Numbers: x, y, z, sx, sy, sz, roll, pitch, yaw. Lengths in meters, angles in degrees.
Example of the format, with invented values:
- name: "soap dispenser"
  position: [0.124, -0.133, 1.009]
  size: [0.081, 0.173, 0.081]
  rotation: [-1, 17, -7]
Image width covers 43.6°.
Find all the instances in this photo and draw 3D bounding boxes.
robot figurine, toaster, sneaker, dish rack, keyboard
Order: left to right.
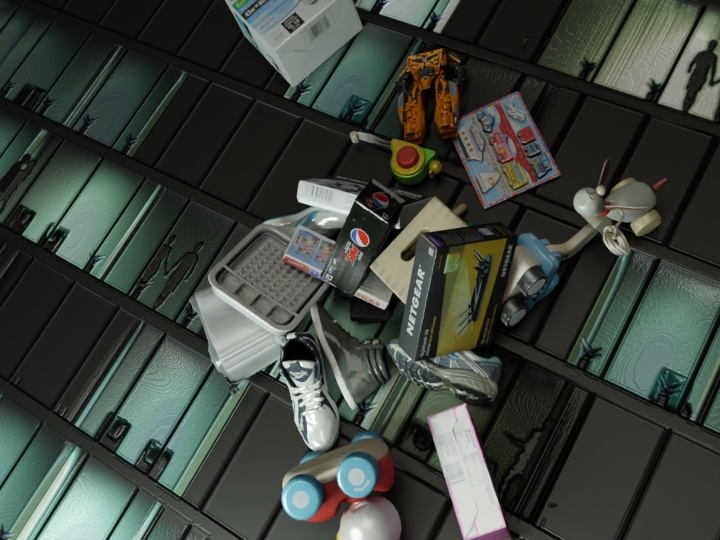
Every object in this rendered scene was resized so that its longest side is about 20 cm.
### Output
- name: "toaster"
  position: [-0.205, 0.101, 1.567]
  size: [0.127, 0.114, 0.202]
  rotation: [-27, 59, 0]
- name: "dish rack"
  position: [-0.150, 0.020, 1.532]
  size: [0.170, 0.044, 0.200]
  rotation: [32, 44, 7]
- name: "sneaker"
  position: [-0.089, 0.191, 1.469]
  size: [0.078, 0.130, 0.203]
  rotation: [-8, 72, 11]
- name: "sneaker"
  position: [-0.089, -0.066, 1.625]
  size: [0.197, 0.076, 0.083]
  rotation: [-16, 75, 30]
- name: "sneaker"
  position: [-0.013, 0.124, 1.526]
  size: [0.098, 0.071, 0.202]
  rotation: [-27, 66, 0]
- name: "keyboard"
  position: [0.000, 0.000, 1.607]
  size: [0.102, 0.040, 0.204]
  rotation: [3, 62, -8]
- name: "robot figurine"
  position: [0.131, -0.335, 1.703]
  size: [0.142, 0.058, 0.204]
  rotation: [-10, 62, 19]
- name: "sneaker"
  position: [0.139, 0.150, 1.473]
  size: [0.197, 0.078, 0.087]
  rotation: [22, 60, 17]

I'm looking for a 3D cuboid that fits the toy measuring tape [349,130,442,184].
- name: "toy measuring tape"
  position: [0.057, -0.204, 1.661]
  size: [0.197, 0.074, 0.075]
  rotation: [19, 71, 24]

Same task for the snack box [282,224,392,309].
- name: "snack box"
  position: [-0.033, -0.007, 1.558]
  size: [0.197, 0.024, 0.073]
  rotation: [25, 54, -2]

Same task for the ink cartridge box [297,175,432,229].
- name: "ink cartridge box"
  position: [0.020, -0.125, 1.567]
  size: [0.195, 0.199, 0.044]
  rotation: [16, 105, 22]

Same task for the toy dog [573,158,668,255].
- name: "toy dog"
  position: [0.430, -0.118, 1.444]
  size: [0.132, 0.199, 0.097]
  rotation: [48, 124, 9]

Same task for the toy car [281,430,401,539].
- name: "toy car"
  position: [-0.011, 0.374, 1.373]
  size: [0.174, 0.184, 0.204]
  rotation: [-22, 89, 5]

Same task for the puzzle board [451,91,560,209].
- name: "puzzle board"
  position: [0.256, -0.222, 1.639]
  size: [0.148, 0.017, 0.203]
  rotation: [-23, 60, 5]

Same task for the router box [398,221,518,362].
- name: "router box"
  position: [0.149, 0.032, 1.393]
  size: [0.155, 0.204, 0.052]
  rotation: [-10, 34, -29]

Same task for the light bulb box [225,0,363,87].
- name: "light bulb box"
  position: [-0.136, -0.524, 1.840]
  size: [0.197, 0.125, 0.200]
  rotation: [-40, 62, -5]

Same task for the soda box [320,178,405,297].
- name: "soda box"
  position: [0.002, -0.049, 1.455]
  size: [0.070, 0.201, 0.064]
  rotation: [34, 50, 6]

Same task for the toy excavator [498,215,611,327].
- name: "toy excavator"
  position: [0.305, -0.018, 1.485]
  size: [0.100, 0.198, 0.196]
  rotation: [49, 128, 29]

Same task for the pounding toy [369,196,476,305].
- name: "pounding toy"
  position: [0.130, -0.031, 1.505]
  size: [0.200, 0.184, 0.142]
  rotation: [-46, 62, 1]

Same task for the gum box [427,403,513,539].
- name: "gum box"
  position: [0.164, 0.308, 1.355]
  size: [0.065, 0.114, 0.203]
  rotation: [-19, 61, 6]
